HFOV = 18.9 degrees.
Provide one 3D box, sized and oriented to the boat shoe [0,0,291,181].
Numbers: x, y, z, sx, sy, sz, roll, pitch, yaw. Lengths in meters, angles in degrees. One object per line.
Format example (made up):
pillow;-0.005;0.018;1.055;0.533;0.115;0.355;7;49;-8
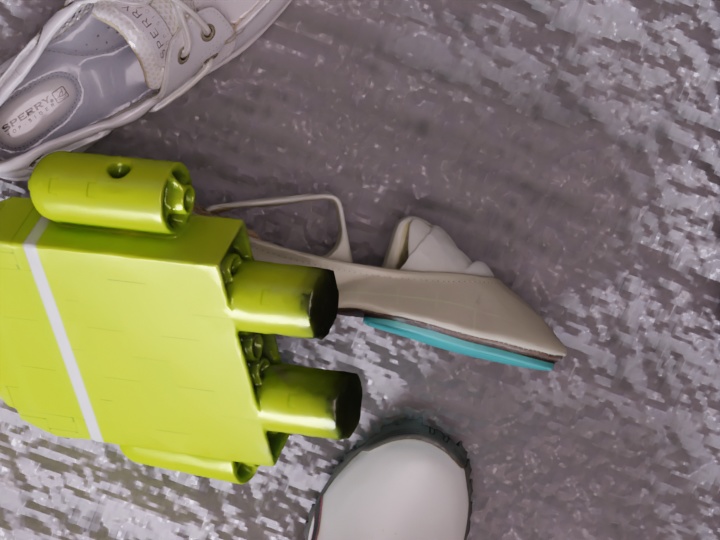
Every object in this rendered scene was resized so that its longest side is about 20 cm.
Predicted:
boat shoe;-0.093;-0.105;0.950;0.200;0.069;0.071;-41;100;6

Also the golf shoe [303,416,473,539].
golf shoe;-0.004;0.167;1.010;0.077;0.088;0.200;26;100;-7

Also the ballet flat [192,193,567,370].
ballet flat;0.000;0.000;0.985;0.200;0.069;0.070;9;103;-4

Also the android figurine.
android figurine;-0.100;0.025;0.955;0.200;0.041;0.182;6;134;23
